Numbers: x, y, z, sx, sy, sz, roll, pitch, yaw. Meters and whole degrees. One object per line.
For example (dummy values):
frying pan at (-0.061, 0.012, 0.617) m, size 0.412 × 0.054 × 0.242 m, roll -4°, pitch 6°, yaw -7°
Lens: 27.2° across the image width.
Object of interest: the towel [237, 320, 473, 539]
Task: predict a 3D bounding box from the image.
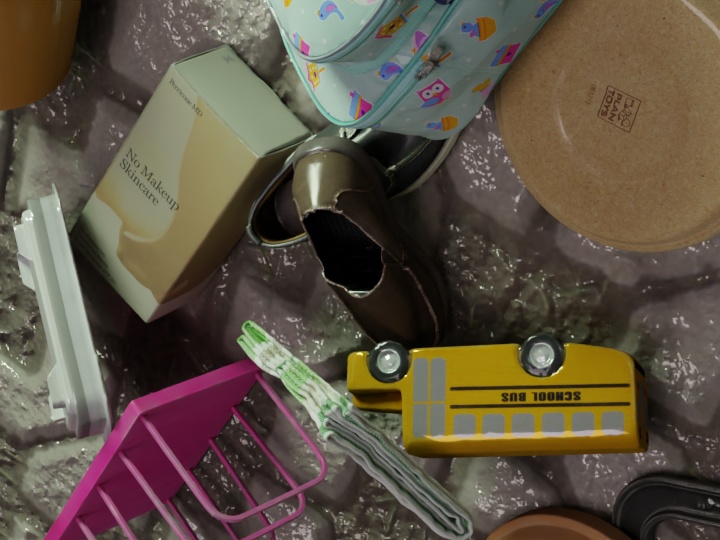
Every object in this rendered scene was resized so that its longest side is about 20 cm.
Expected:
towel at (-0.010, 0.114, 1.060) m, size 0.149 × 0.031 × 0.200 m, roll 45°, pitch 174°, yaw -26°

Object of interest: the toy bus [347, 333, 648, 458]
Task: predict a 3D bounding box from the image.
toy bus at (0.093, 0.087, 1.021) m, size 0.200 × 0.065 × 0.078 m, roll -4°, pitch 79°, yaw 17°

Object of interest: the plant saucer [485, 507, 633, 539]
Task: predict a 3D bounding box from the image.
plant saucer at (0.155, 0.275, 1.093) m, size 0.200 × 0.032 × 0.201 m, roll 15°, pitch 111°, yaw 42°

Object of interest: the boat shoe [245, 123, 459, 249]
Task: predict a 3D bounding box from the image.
boat shoe at (-0.005, -0.075, 1.059) m, size 0.200 × 0.068 × 0.072 m, roll -35°, pitch 83°, yaw 37°

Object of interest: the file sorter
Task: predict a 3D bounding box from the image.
file sorter at (-0.138, 0.192, 1.203) m, size 0.125 × 0.139 × 0.200 m, roll 51°, pitch 129°, yaw 19°

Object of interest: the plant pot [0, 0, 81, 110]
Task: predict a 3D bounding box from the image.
plant pot at (-0.287, -0.229, 1.123) m, size 0.200 × 0.200 × 0.184 m, roll 27°, pitch 138°, yaw 23°

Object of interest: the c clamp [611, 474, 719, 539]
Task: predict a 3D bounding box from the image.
c clamp at (0.249, 0.224, 1.040) m, size 0.200 × 0.027 × 0.171 m, roll 1°, pitch 104°, yaw 36°

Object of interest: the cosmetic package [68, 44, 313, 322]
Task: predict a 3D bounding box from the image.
cosmetic package at (-0.135, -0.064, 1.149) m, size 0.105 × 0.071 × 0.200 m, roll 45°, pitch 128°, yaw 11°

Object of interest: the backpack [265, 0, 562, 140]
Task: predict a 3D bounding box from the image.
backpack at (0.025, -0.184, 0.926) m, size 0.176 × 0.153 × 0.200 m, roll 61°, pitch 141°, yaw 32°

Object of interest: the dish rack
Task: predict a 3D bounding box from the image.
dish rack at (-0.244, 0.042, 1.205) m, size 0.172 × 0.043 × 0.200 m, roll 131°, pitch 126°, yaw -74°

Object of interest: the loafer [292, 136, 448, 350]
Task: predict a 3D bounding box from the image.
loafer at (0.000, 0.000, 1.043) m, size 0.073 × 0.071 × 0.200 m, roll -13°, pitch 131°, yaw 26°

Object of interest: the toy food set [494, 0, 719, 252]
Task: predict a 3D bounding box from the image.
toy food set at (0.171, -0.109, 0.935) m, size 0.198 × 0.049 × 0.200 m, roll 15°, pitch 117°, yaw 29°
